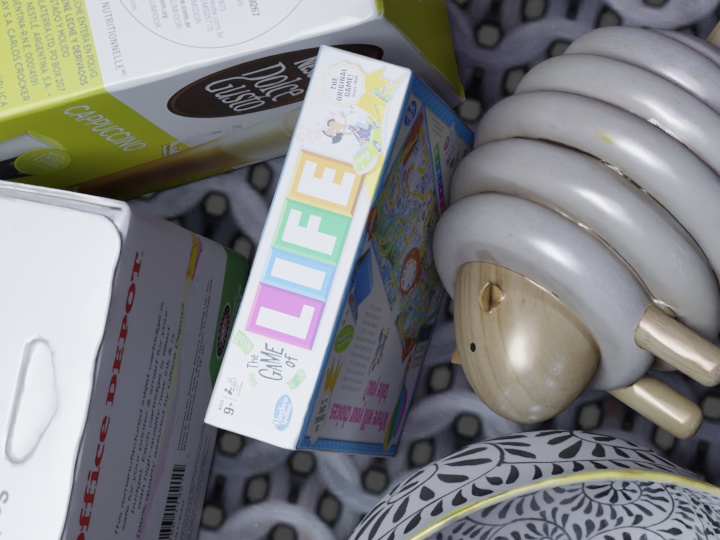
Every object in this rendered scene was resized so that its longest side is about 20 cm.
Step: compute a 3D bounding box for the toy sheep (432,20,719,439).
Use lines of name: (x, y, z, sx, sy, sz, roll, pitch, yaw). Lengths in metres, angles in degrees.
toy sheep: (0.103, -0.024, 0.985, 0.138, 0.138, 0.200, 32, 63, 11)

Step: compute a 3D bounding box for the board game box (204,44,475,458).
board game box: (0.000, 0.000, 0.961, 0.034, 0.200, 0.135, 16, 88, 11)

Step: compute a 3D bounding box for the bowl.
bowl: (0.063, 0.125, 0.977, 0.201, 0.201, 0.094, -29, 38, 7)

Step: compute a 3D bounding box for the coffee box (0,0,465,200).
coffee box: (-0.087, -0.146, 0.989, 0.198, 0.200, 0.200, -15, 82, 8)

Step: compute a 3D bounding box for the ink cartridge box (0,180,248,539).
ink cartridge box: (-0.113, 0.049, 0.978, 0.084, 0.200, 0.145, 10, 87, 11)
